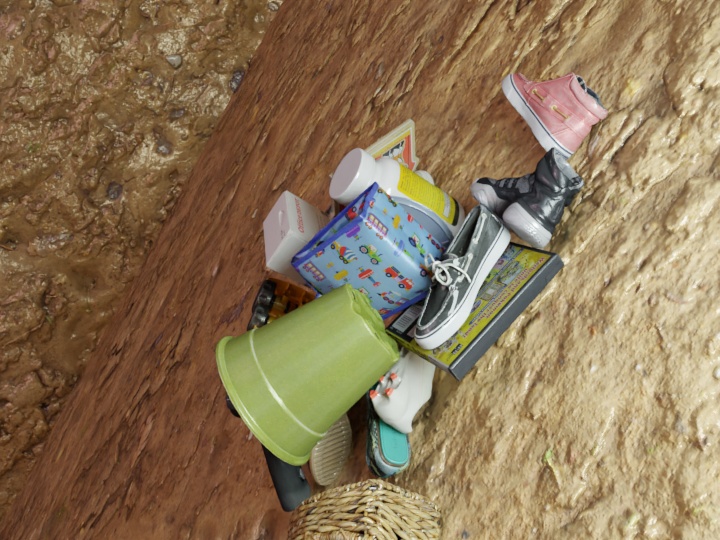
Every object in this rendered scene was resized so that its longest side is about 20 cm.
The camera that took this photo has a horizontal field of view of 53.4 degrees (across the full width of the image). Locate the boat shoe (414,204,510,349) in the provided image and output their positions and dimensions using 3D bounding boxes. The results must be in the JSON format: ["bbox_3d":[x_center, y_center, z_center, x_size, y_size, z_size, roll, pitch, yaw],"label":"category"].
[{"bbox_3d":[0.119,0.004,0.914,0.200,0.068,0.073,-54,25,-12],"label":"boat shoe"}]

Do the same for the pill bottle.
[{"bbox_3d":[0.055,-0.102,1.105,0.112,0.199,0.113,-42,32,34],"label":"pill bottle"}]

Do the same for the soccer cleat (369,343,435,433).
[{"bbox_3d":[0.077,0.134,1.007,0.069,0.078,0.201,-12,35,43],"label":"soccer cleat"}]

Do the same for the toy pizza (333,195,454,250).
[{"bbox_3d":[0.046,-0.026,1.064,0.200,0.200,0.032,-44,17,32],"label":"toy pizza"}]

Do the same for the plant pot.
[{"bbox_3d":[-0.055,0.120,0.948,0.189,0.200,0.201,-35,33,9],"label":"plant pot"}]

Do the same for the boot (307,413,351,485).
[{"bbox_3d":[-0.084,0.218,1.135,0.166,0.072,0.202,16,107,55],"label":"boot"}]

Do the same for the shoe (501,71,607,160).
[{"bbox_3d":[0.270,-0.241,1.003,0.091,0.071,0.201,-46,36,26],"label":"shoe"}]

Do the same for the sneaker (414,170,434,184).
[{"bbox_3d":[0.063,-0.086,1.213,0.075,0.081,0.202,0,65,62],"label":"sneaker"}]

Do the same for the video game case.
[{"bbox_3d":[0.144,0.039,0.946,0.200,0.026,0.180,-45,25,-10],"label":"video game case"}]

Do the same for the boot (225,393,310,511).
[{"bbox_3d":[-0.133,0.263,1.062,0.065,0.202,0.165,-13,3,7],"label":"boot"}]

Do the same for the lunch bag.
[{"bbox_3d":[0.000,0.000,1.021,0.200,0.150,0.094,-37,19,35],"label":"lunch bag"}]

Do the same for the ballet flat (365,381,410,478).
[{"bbox_3d":[0.033,0.202,1.023,0.074,0.074,0.201,-40,31,37],"label":"ballet flat"}]

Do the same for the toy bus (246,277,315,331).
[{"bbox_3d":[-0.161,0.139,1.327,0.193,0.135,0.200,-60,12,22],"label":"toy bus"}]

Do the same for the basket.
[{"bbox_3d":[-0.010,0.359,0.865,0.200,0.142,0.150,-38,35,40],"label":"basket"}]

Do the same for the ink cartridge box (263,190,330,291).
[{"bbox_3d":[-0.068,-0.034,1.263,0.083,0.199,0.147,-49,29,23],"label":"ink cartridge box"}]

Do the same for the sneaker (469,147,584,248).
[{"bbox_3d":[0.226,-0.109,0.960,0.114,0.075,0.200,-48,25,8],"label":"sneaker"}]

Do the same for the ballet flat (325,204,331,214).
[{"bbox_3d":[-0.065,-0.046,1.431,0.071,0.069,0.201,123,163,-53],"label":"ballet flat"}]

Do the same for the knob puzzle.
[{"bbox_3d":[0.031,-0.133,1.211,0.030,0.219,0.220,42,106,27],"label":"knob puzzle"}]
